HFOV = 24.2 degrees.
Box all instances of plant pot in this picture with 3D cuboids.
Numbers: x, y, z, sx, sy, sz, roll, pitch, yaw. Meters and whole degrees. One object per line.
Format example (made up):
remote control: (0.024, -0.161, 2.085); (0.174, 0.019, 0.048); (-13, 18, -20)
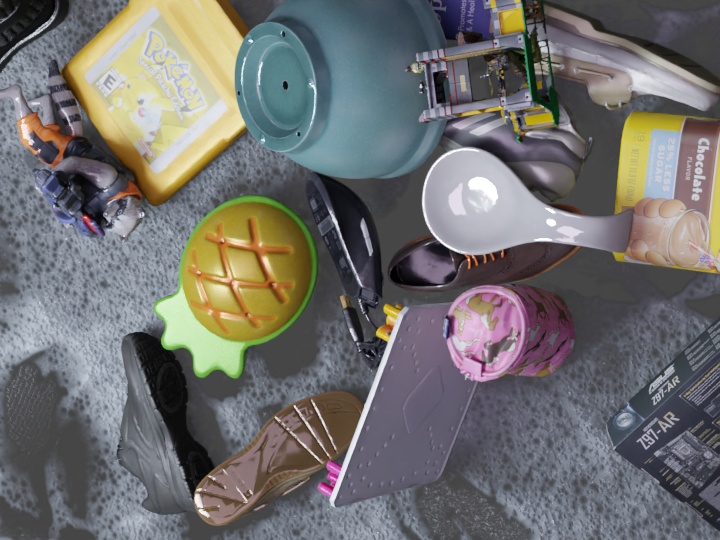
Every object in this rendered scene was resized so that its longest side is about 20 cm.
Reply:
plant pot: (-0.032, -0.176, 1.558); (0.200, 0.134, 0.202); (17, 113, 46)

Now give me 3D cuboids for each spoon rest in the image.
spoon rest: (0.145, -0.054, 1.530); (0.199, 0.061, 0.100); (13, 102, 25)

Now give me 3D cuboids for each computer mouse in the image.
computer mouse: (0.000, 0.000, 1.632); (0.046, 0.140, 0.201); (-22, 82, -13)

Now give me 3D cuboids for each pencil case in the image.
pencil case: (0.141, 0.058, 1.546); (0.086, 0.200, 0.083); (-19, 81, 19)

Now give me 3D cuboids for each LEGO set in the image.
LEGO set: (0.101, -0.207, 1.496); (0.115, 0.154, 0.202); (-8, 95, 18)

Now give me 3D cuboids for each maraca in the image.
maraca: (-0.124, 0.017, 1.674); (0.137, 0.107, 0.200); (40, 108, 7)

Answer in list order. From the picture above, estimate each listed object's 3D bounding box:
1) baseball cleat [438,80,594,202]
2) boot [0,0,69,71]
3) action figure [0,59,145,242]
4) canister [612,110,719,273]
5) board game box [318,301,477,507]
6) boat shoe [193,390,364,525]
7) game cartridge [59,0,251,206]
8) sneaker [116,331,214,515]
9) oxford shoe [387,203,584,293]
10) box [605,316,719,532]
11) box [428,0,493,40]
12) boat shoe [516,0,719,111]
baseball cleat: (0.126, -0.144, 1.598); (0.199, 0.070, 0.107); (28, 90, 11)
boot: (-0.410, -0.242, 1.704); (0.211, 0.158, 0.080); (-35, 86, 20)
action figure: (-0.288, -0.113, 1.684); (0.105, 0.200, 0.194); (-41, 86, -7)
canister: (0.336, -0.066, 1.520); (0.199, 0.086, 0.150); (7, 101, 19)
board game box: (0.051, 0.117, 1.586); (0.026, 0.200, 0.201); (28, 106, 28)
boat shoe: (-0.080, 0.189, 1.709); (0.199, 0.065, 0.072); (-32, 78, 2)
game cartridge: (-0.191, -0.191, 1.691); (0.200, 0.032, 0.177); (-39, 85, 29)
sneaker: (-0.221, 0.165, 1.749); (0.090, 0.076, 0.201); (-15, 91, 26)
oxford shoe: (0.121, -0.014, 1.605); (0.199, 0.072, 0.072); (-17, 93, 20)
box: (0.349, 0.130, 1.528); (0.160, 0.044, 0.200); (36, 110, -21)
box: (0.061, -0.285, 1.608); (0.199, 0.032, 0.122); (8, 101, 18)
boat shoe: (0.237, -0.184, 1.546); (0.199, 0.075, 0.069); (28, 107, 24)
